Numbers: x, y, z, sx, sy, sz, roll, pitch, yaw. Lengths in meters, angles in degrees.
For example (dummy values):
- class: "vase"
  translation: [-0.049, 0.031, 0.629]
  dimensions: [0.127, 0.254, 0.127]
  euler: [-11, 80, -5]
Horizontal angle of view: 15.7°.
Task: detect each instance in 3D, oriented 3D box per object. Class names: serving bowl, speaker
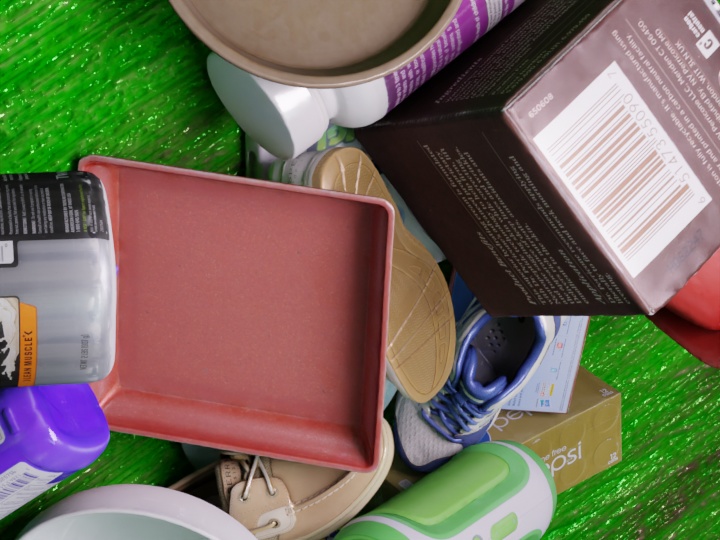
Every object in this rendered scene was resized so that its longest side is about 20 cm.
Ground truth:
- class: "serving bowl"
  translation: [-0.135, 0.212, 1.703]
  dimensions: [0.066, 0.200, 0.200]
  euler: [-72, 161, -53]
- class: "speaker"
  translation: [0.055, 0.178, 1.748]
  dimensions: [0.200, 0.088, 0.088]
  euler: [-26, 133, -55]

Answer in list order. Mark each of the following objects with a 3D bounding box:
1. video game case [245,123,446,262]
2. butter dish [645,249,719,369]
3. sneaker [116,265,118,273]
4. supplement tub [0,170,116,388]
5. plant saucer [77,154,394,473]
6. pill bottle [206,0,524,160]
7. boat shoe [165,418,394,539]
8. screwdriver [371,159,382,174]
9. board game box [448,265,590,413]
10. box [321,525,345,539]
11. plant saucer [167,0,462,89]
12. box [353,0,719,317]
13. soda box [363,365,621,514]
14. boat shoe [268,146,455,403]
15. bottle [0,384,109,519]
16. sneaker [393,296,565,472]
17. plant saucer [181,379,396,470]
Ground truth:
- class: "video game case"
  translation: [0.010, -0.070, 1.743]
  dimensions: [0.200, 0.024, 0.182]
  euler: [-21, 128, -31]
- class: "butter dish"
  translation: [0.216, -0.060, 1.841]
  dimensions: [0.148, 0.199, 0.200]
  euler: [20, 101, -22]
- class: "sneaker"
  translation: [-0.182, 0.035, 1.603]
  dimensions: [0.083, 0.081, 0.200]
  euler: [-25, 129, -35]
- class: "supplement tub"
  translation: [-0.241, 0.008, 1.462]
  dimensions: [0.200, 0.123, 0.123]
  euler: [-3, 120, -10]
- class: "plant saucer"
  translation: [-0.077, 0.022, 1.636]
  dimensions: [0.037, 0.200, 0.200]
  euler: [-66, 162, -59]
- class: "pill bottle"
  translation: [0.005, -0.160, 1.616]
  dimensions: [0.200, 0.112, 0.112]
  euler: [-40, 135, -18]
- class: "boat shoe"
  translation: [-0.069, 0.148, 1.719]
  dimensions: [0.200, 0.071, 0.065]
  euler: [-31, 140, 22]
- class: "screwdriver"
  translation: [-0.013, -0.045, 1.705]
  dimensions: [0.200, 0.028, 0.029]
  euler: [-42, 107, -11]
- class: "board game box"
  translation: [0.112, 0.019, 1.830]
  dimensions: [0.103, 0.019, 0.200]
  euler: [4, 129, -7]
- class: "box"
  translation: [0.018, 0.231, 1.793]
  dimensions: [0.200, 0.070, 0.064]
  euler: [18, 130, -31]
- class: "plant saucer"
  translation: [-0.031, -0.201, 1.543]
  dimensions: [0.200, 0.029, 0.200]
  euler: [3, 78, -14]
- class: "box"
  translation: [0.138, -0.083, 1.639]
  dimensions: [0.164, 0.200, 0.166]
  euler: [-44, 109, -21]
- class: "soda box"
  translation: [0.099, 0.139, 1.921]
  dimensions: [0.200, 0.064, 0.068]
  euler: [-25, 129, -29]
- class: "boat shoe"
  translation: [0.000, 0.000, 1.689]
  dimensions: [0.071, 0.069, 0.200]
  euler: [-48, 128, -34]
- class: "bottle"
  translation: [-0.246, 0.128, 1.556]
  dimensions: [0.200, 0.065, 0.084]
  euler: [-33, 164, 23]
- class: "sneaker"
  translation: [0.073, 0.072, 1.792]
  dimensions: [0.200, 0.075, 0.088]
  euler: [-58, 180, 30]
- class: "plant saucer"
  translation: [-0.030, 0.074, 1.765]
  dimensions: [0.201, 0.039, 0.201]
  euler: [-26, 138, -26]
